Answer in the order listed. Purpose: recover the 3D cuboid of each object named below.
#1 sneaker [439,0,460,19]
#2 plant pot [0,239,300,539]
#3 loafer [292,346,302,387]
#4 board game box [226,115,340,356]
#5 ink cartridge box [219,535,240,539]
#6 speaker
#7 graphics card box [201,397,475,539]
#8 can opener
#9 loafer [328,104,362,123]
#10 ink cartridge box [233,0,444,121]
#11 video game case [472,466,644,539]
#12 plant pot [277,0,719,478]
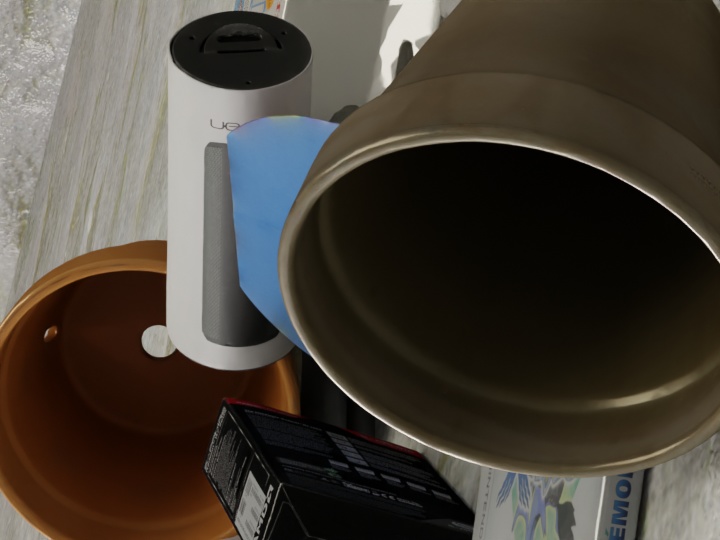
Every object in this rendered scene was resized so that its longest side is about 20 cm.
[{"bbox_3d":[0.079,-0.170,1.443,0.200,0.075,0.082,-126,46,-73],"label":"sneaker"},{"bbox_3d":[-0.134,0.067,1.729,0.140,0.200,0.201,-85,9,-72],"label":"plant pot"},{"bbox_3d":[-0.061,0.108,1.858,0.200,0.075,0.068,-86,10,-53],"label":"loafer"},{"bbox_3d":[0.008,-0.015,1.471,0.039,0.158,0.200,-51,-27,-36],"label":"board game box"},{"bbox_3d":[-0.042,0.260,1.587,0.117,0.067,0.200,125,132,-62],"label":"ink cartridge box"},{"bbox_3d":[-0.069,-0.045,1.545,0.081,0.081,0.200,-97,9,-52],"label":"speaker"},{"bbox_3d":[-0.009,0.127,1.492,0.200,0.125,0.051,-142,70,-74],"label":"graphics card box"},{"bbox_3d":[-0.005,0.122,1.677,0.066,0.053,0.200,-28,45,29],"label":"can opener"},{"bbox_3d":[0.000,0.000,1.561,0.070,0.070,0.200,-53,-35,-42],"label":"loafer"},{"bbox_3d":[-0.006,-0.119,1.660,0.200,0.125,0.129,-178,98,-77],"label":"ink cartridge box"},{"bbox_3d":[0.087,0.135,1.303,0.200,0.022,0.183,166,113,-76],"label":"video game case"},{"bbox_3d":[0.083,-0.043,1.147,0.200,0.200,0.174,116,176,-50],"label":"plant pot"}]
